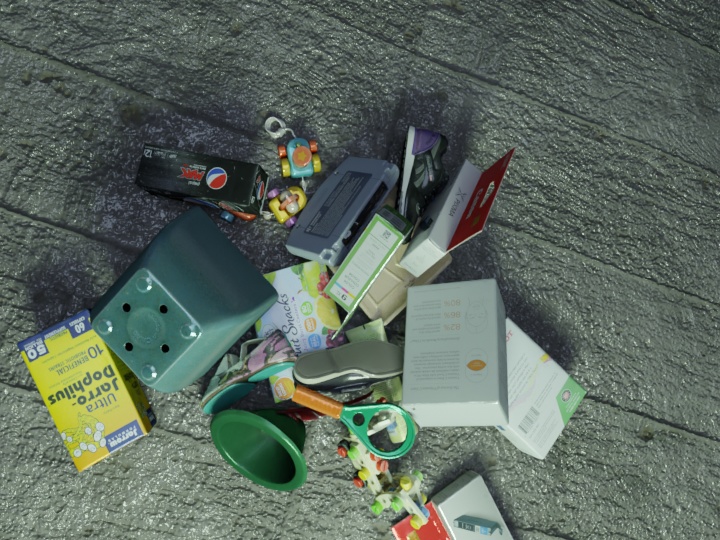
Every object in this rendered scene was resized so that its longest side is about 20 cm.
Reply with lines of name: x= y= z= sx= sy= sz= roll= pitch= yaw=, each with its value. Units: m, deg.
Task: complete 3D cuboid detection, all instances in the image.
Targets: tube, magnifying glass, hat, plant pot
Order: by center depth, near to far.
plant pot: x=-0.264 y=0.054 z=0.858 sx=0.195 sy=0.200 sz=0.197 roll=-43 pitch=95 yaw=11
magnifying glass: x=-0.010 y=0.222 z=0.908 sx=0.195 sy=0.022 sz=0.081 roll=22 pitch=90 yaw=-2
hat: x=-0.120 y=0.239 z=0.984 sx=0.198 sy=0.167 sz=0.177 roll=35 pitch=42 yaw=-2
tube: x=0.041 y=0.187 z=1.018 sx=0.057 sy=0.052 sz=0.205 roll=-22 pitch=90 yaw=-14

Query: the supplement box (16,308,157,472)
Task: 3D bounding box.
supplement box: x=-0.402 y=0.172 z=0.895 sx=0.107 sy=0.109 sz=0.204 roll=-27 pitch=91 yaw=-12

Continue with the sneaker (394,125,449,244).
sneaker: x=0.106 y=-0.142 z=1.005 sx=0.085 sy=0.076 sz=0.206 roll=9 pitch=80 yaw=0

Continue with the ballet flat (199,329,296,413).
ballet flat: x=-0.182 y=0.154 z=0.943 sx=0.198 sy=0.069 sz=0.073 roll=-34 pitch=63 yaw=25

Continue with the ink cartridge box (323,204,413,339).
ink cartridge box: x=0.000 y=0.000 z=0.942 sx=0.059 sy=0.104 sz=0.202 roll=35 pitch=108 yaw=2

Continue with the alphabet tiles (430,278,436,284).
alphabet tiles: x=0.048 y=-0.031 z=1.061 sx=0.198 sy=0.006 sz=0.168 roll=37 pitch=79 yaw=-7

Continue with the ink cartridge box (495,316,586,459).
ink cartridge box: x=0.268 y=0.200 z=1.047 sx=0.199 sy=0.087 sz=0.146 roll=42 pitch=78 yaw=-7

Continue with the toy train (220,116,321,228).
toy train: x=-0.149 y=-0.158 z=1.005 sx=0.148 sy=0.056 sz=0.204 roll=29 pitch=80 yaw=-8

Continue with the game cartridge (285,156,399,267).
game cartridge: x=-0.034 y=-0.101 z=0.986 sx=0.042 sy=0.132 sz=0.202 roll=47 pitch=69 yaw=-36

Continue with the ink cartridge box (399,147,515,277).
ink cartridge box: x=0.156 y=-0.105 z=0.970 sx=0.044 sy=0.176 sz=0.202 roll=36 pitch=54 yaw=-9

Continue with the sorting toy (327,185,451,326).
sorting toy: x=0.035 y=-0.036 z=1.041 sx=0.184 sy=0.036 sz=0.201 roll=-41 pitch=90 yaw=-12

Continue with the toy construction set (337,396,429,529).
toy construction set: x=0.037 y=0.306 z=0.963 sx=0.091 sy=0.129 sz=0.206 roll=-18 pitch=96 yaw=-41

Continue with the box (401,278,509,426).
box: x=0.153 y=0.133 z=0.954 sx=0.148 sy=0.107 sz=0.205 roll=-6 pitch=59 yaw=21

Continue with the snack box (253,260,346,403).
snack box: x=-0.103 y=0.097 z=0.993 sx=0.139 sy=0.053 sz=0.206 roll=-16 pitch=90 yaw=-11

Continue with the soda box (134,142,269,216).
soda box: x=-0.249 y=-0.142 z=0.948 sx=0.194 sy=0.063 sz=0.073 roll=12 pitch=82 yaw=10

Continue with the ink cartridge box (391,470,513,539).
ink cartridge box: x=0.173 y=0.480 z=1.017 sx=0.173 sy=0.045 sz=0.204 roll=-29 pitch=91 yaw=-14

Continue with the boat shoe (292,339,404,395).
boat shoe: x=-0.015 y=0.162 z=0.965 sx=0.194 sy=0.064 sz=0.074 roll=-4 pitch=44 yaw=-18
